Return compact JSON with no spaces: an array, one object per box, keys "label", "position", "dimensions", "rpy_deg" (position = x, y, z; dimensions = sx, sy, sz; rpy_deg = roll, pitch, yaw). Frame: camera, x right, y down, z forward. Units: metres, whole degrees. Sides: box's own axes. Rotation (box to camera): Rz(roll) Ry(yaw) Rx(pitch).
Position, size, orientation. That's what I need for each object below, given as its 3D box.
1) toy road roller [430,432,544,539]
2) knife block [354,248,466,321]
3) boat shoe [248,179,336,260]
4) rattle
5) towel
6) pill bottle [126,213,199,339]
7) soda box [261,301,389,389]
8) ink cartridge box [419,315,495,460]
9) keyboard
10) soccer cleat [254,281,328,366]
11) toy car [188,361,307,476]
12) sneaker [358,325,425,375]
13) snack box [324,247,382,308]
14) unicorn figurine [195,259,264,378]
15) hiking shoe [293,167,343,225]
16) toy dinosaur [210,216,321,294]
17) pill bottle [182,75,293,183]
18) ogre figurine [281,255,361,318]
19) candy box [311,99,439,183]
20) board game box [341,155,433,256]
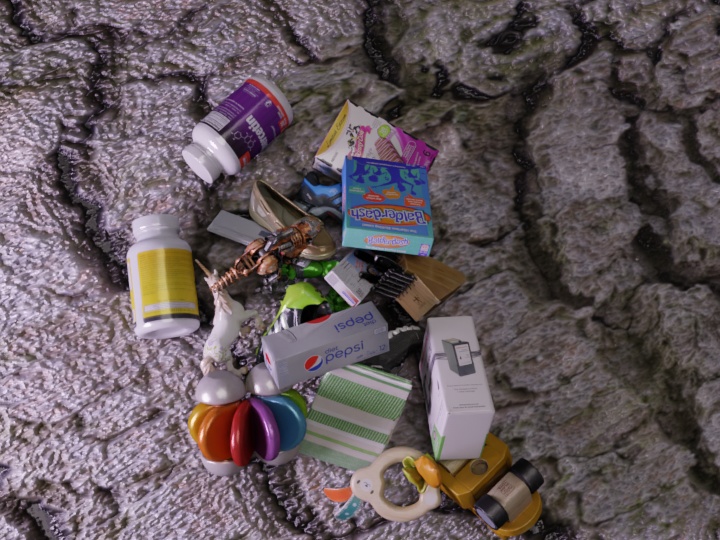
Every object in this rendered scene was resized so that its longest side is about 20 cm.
[{"label":"toy road roller","position":[0.223,0.378,1.698],"dimensions":[0.123,0.146,0.200],"rpy_deg":[-41,48,-16]},{"label":"knife block","position":[0.080,-0.004,1.725],"dimensions":[0.176,0.064,0.200],"rpy_deg":[50,30,8]},{"label":"boat shoe","position":[-0.121,-0.089,1.728],"dimensions":[0.073,0.063,0.201],"rpy_deg":[-28,53,-34]},{"label":"rattle","position":[0.034,0.366,1.616],"dimensions":[0.199,0.143,0.131],"rpy_deg":[-6,98,1]},{"label":"towel","position":[-0.012,0.248,1.662],"dimensions":[0.152,0.023,0.200],"rpy_deg":[19,115,-4]},{"label":"pill bottle","position":[-0.341,0.010,1.679],"dimensions":[0.112,0.112,0.201],"rpy_deg":[-6,77,-11]},{"label":"soda box","position":[-0.056,0.120,1.595],"dimensions":[0.199,0.064,0.068],"rpy_deg":[-18,39,-16]},{"label":"ink cartridge box","position":[0.159,0.198,1.664],"dimensions":[0.084,0.146,0.200],"rpy_deg":[-2,48,-7]},{"label":"keyboard","position":[-0.173,-0.058,1.742],"dimensions":[0.199,0.011,0.056],"rpy_deg":[21,44,13]},{"label":"soccer cleat","position":[-0.121,0.115,1.671],"dimensions":[0.081,0.067,0.200],"rpy_deg":[34,110,27]},{"label":"toy car","position":[-0.176,0.255,1.601],"dimensions":[0.199,0.150,0.176],"rpy_deg":[-8,106,-17]},{"label":"sneaker","position":[0.047,0.159,1.711],"dimensions":[0.200,0.067,0.091],"rpy_deg":[-16,57,-31]},{"label":"snack box","position":[0.000,0.000,1.710],"dimensions":[0.072,0.200,0.024],"rpy_deg":[46,116,-1]},{"label":"unicorn figurine","position":[-0.228,0.094,1.670],"dimensions":[0.074,0.137,0.201],"rpy_deg":[-9,60,25]},{"label":"hiking shoe","position":[-0.019,-0.121,1.780],"dimensions":[0.199,0.074,0.087],"rpy_deg":[15,93,-6]},{"label":"toy dinosaur","position":[-0.160,-0.025,1.636],"dimensions":[0.199,0.136,0.102],"rpy_deg":[-10,71,-11]},{"label":"pill bottle","position":[-0.223,-0.251,1.767],"dimensions":[0.112,0.112,0.200],"rpy_deg":[43,73,3]},{"label":"ogre figurine","position":[-0.056,0.064,1.726],"dimensions":[0.120,0.098,0.200],"rpy_deg":[-23,69,-3]},{"label":"candy box","position":[0.028,-0.209,1.827],"dimensions":[0.200,0.061,0.137],"rpy_deg":[28,73,-1]},{"label":"board game box","position":[0.044,-0.115,1.703],"dimensions":[0.152,0.045,0.200],"rpy_deg":[6,44,-8]}]
